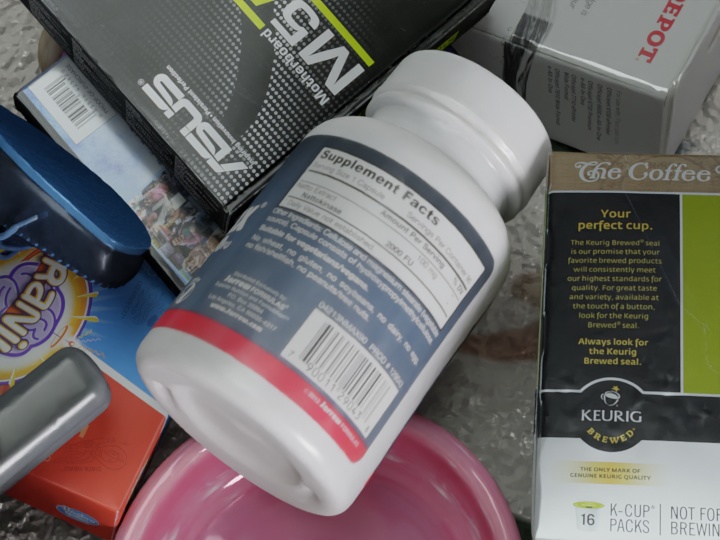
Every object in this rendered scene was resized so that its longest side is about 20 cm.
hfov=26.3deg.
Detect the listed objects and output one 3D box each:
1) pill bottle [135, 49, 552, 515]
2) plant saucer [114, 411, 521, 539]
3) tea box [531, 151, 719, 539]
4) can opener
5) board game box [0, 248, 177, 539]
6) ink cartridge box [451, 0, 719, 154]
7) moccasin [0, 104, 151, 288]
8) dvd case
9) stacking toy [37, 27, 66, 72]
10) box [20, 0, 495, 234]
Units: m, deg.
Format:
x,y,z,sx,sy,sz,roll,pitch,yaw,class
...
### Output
x,y,z,sx,sy,sz,roll,pitch,yaw,class
0.000,0.000,0.715,0.119,0.120,0.200,28,67,22,pill bottle
-0.020,0.157,0.725,0.199,0.051,0.202,-4,59,6,plant saucer
0.180,0.061,0.706,0.198,0.134,0.198,3,61,9,tea box
-0.188,0.115,0.688,0.200,0.053,0.066,-44,89,-12,can opener
-0.182,0.025,0.777,0.199,0.040,0.154,23,58,0,board game box
0.111,-0.160,0.874,0.199,0.084,0.146,24,65,20,ink cartridge box
-0.185,-0.042,0.753,0.200,0.080,0.068,36,98,26,moccasin
-0.058,-0.095,0.802,0.200,0.018,0.143,-40,86,-15,dvd case
-0.100,-0.069,0.861,0.085,0.085,0.200,-31,67,-11,stacking toy
-0.061,-0.155,0.782,0.193,0.048,0.200,-40,85,-17,box
